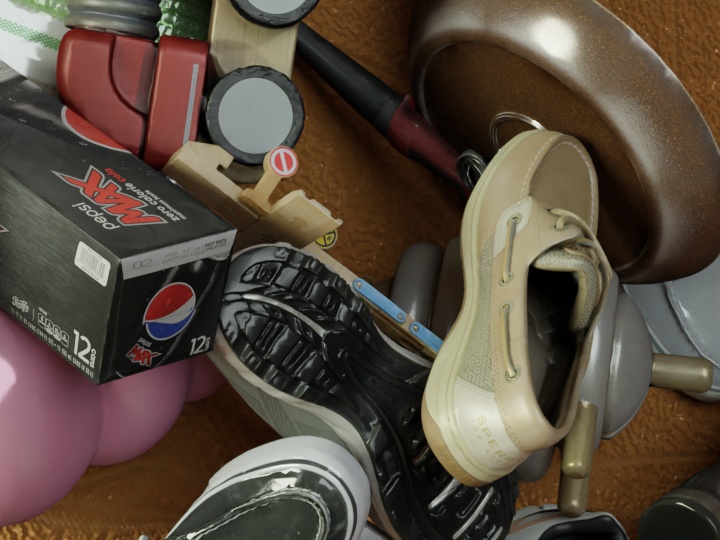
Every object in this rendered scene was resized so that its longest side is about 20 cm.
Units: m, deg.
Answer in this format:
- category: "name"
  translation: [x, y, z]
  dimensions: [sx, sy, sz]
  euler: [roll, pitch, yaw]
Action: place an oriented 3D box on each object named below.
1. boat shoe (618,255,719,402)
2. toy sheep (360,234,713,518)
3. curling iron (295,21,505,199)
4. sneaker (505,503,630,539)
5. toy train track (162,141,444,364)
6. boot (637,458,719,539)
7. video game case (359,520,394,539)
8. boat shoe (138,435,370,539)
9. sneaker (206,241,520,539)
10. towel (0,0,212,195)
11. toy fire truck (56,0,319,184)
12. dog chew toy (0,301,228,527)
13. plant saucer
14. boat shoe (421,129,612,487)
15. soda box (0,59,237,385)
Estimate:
- category: "boat shoe"
  translation: [0.167, -0.027, 1.217]
  dimensions: [0.070, 0.071, 0.201]
  euler: [-20, 84, -26]
- category: "toy sheep"
  translation: [0.074, 0.047, 1.123]
  dimensions: [0.199, 0.138, 0.138]
  euler: [8, 71, 2]
- category: "curling iron"
  translation: [0.024, -0.080, 1.143]
  dimensions: [0.026, 0.050, 0.200]
  euler: [-29, 52, -27]
- category: "sneaker"
  translation: [0.049, 0.168, 1.112]
  dimensions: [0.200, 0.080, 0.074]
  euler: [-30, 91, -25]
- category: "toy train track"
  translation: [0.000, 0.000, 1.032]
  dimensions: [0.200, 0.115, 0.033]
  euler: [38, 65, -12]
- category: "boot"
  translation: [0.211, 0.155, 1.178]
  dimensions: [0.174, 0.069, 0.201]
  euler: [-35, 127, -48]
- category: "video game case"
  translation: [0.003, 0.237, 1.065]
  dimensions: [0.182, 0.024, 0.200]
  euler: [34, 89, -11]
- category: "boat shoe"
  translation: [-0.078, 0.149, 1.001]
  dimensions: [0.074, 0.199, 0.068]
  euler: [52, 21, -10]
- category: "sneaker"
  translation: [-0.002, 0.062, 1.040]
  dimensions: [0.200, 0.079, 0.074]
  euler: [47, 71, -19]
- category: "towel"
  translation: [-0.133, -0.110, 1.114]
  dimensions: [0.149, 0.031, 0.201]
  euler: [21, 88, -15]
- category: "toy fire truck"
  translation: [-0.118, -0.139, 1.045]
  dimensions: [0.199, 0.129, 0.177]
  euler: [9, 92, -6]
- category: "dog chew toy"
  translation: [-0.136, 0.041, 1.050]
  dimensions: [0.199, 0.124, 0.125]
  euler: [-21, 84, -34]
- category: "plant saucer"
  translation: [0.094, -0.064, 1.126]
  dimensions: [0.200, 0.200, 0.032]
  euler: [47, 66, -4]
- category: "boat shoe"
  translation: [0.083, 0.008, 1.014]
  dimensions: [0.072, 0.065, 0.200]
  euler: [45, 42, -24]
- category: "soda box"
  translation: [-0.145, -0.031, 0.994]
  dimensions: [0.071, 0.064, 0.200]
  euler: [-17, 41, -43]
